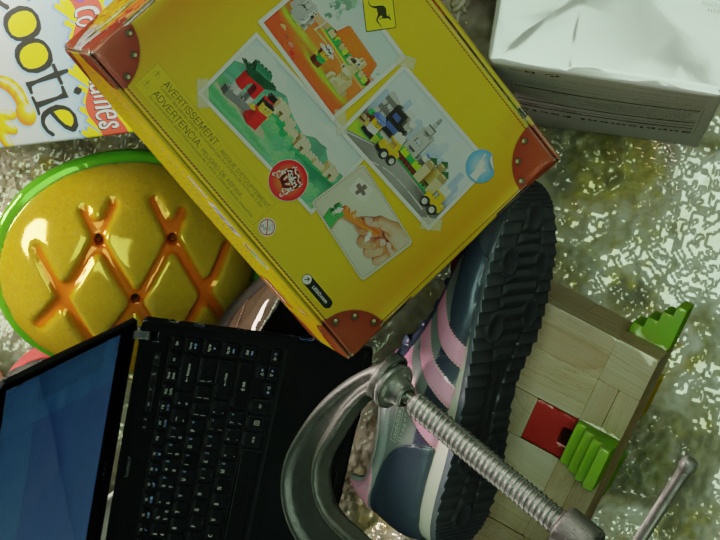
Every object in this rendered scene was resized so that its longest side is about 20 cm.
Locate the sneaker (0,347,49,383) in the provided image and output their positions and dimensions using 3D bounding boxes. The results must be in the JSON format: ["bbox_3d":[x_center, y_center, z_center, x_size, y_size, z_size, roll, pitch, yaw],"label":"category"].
[{"bbox_3d":[-0.209,0.142,1.048,0.070,0.098,0.202,18,91,5],"label":"sneaker"}]

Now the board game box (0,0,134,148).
[{"bbox_3d":[-0.191,-0.128,1.016,0.198,0.103,0.106,-5,103,23],"label":"board game box"}]

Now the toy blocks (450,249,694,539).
[{"bbox_3d":[0.082,0.081,1.017,0.136,0.100,0.201,27,106,15],"label":"toy blocks"}]

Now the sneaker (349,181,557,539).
[{"bbox_3d":[0.043,0.043,0.958,0.082,0.070,0.202,19,94,37],"label":"sneaker"}]

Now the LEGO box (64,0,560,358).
[{"bbox_3d":[-0.023,-0.083,0.887,0.149,0.077,0.200,-43,108,-8],"label":"LEGO box"}]

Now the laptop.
[{"bbox_3d":[-0.100,0.126,0.932,0.198,0.103,0.179,8,113,-12],"label":"laptop"}]

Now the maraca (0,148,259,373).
[{"bbox_3d":[-0.113,-0.005,1.040,0.198,0.107,0.138,-1,117,-12],"label":"maraca"}]

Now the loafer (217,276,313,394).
[{"bbox_3d":[0.000,0.000,0.982,0.073,0.071,0.200,36,103,-18],"label":"loafer"}]

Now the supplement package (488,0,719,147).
[{"bbox_3d":[0.140,-0.144,0.964,0.119,0.200,0.122,9,88,7],"label":"supplement package"}]

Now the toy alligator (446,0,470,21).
[{"bbox_3d":[0.047,-0.079,1.036,0.054,0.059,0.201,10,110,-30],"label":"toy alligator"}]

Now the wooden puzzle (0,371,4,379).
[{"bbox_3d":[-0.343,0.069,1.097,0.200,0.037,0.185,42,93,6],"label":"wooden puzzle"}]

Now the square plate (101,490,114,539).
[{"bbox_3d":[-0.134,0.225,1.037,0.199,0.028,0.199,-31,110,1],"label":"square plate"}]

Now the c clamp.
[{"bbox_3d":[0.052,0.114,0.902,0.199,0.027,0.172,33,110,25],"label":"c clamp"}]
